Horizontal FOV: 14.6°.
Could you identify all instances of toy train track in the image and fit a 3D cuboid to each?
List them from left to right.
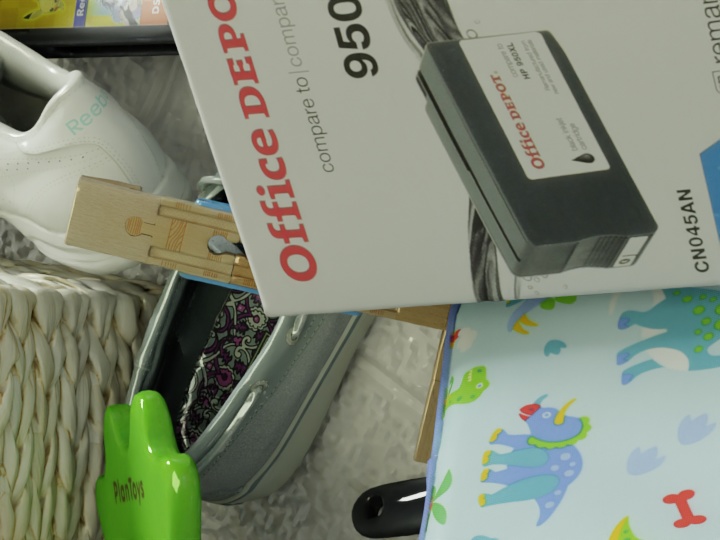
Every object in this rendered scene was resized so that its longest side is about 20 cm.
[{"bbox_3d":[0.000,0.000,0.958,0.199,0.033,0.115,13,98,-3],"label":"toy train track"}]

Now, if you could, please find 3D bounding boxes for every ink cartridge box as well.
[{"bbox_3d":[0.052,-0.071,0.838,0.199,0.084,0.145,-5,120,22],"label":"ink cartridge box"}]

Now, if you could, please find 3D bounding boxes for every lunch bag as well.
[{"bbox_3d":[0.103,0.063,0.840,0.160,0.083,0.200,-15,38,21],"label":"lunch bag"}]

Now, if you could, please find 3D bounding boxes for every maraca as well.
[{"bbox_3d":[-0.065,0.142,0.948,0.137,0.107,0.201,158,105,-68],"label":"maraca"}]

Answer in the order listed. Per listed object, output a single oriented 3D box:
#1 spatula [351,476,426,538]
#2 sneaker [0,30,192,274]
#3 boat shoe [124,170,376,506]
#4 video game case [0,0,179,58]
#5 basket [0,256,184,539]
[{"bbox_3d":[0.077,0.069,0.956,0.200,0.021,0.057,-16,60,37],"label":"spatula"},{"bbox_3d":[-0.152,-0.059,1.041,0.200,0.089,0.075,8,51,38],"label":"sneaker"},{"bbox_3d":[-0.029,-0.006,0.999,0.070,0.071,0.201,31,104,31],"label":"boat shoe"},{"bbox_3d":[-0.063,-0.177,1.030,0.180,0.025,0.201,2,79,34],"label":"video game case"},{"bbox_3d":[-0.185,0.088,1.053,0.200,0.161,0.199,7,94,33],"label":"basket"}]
